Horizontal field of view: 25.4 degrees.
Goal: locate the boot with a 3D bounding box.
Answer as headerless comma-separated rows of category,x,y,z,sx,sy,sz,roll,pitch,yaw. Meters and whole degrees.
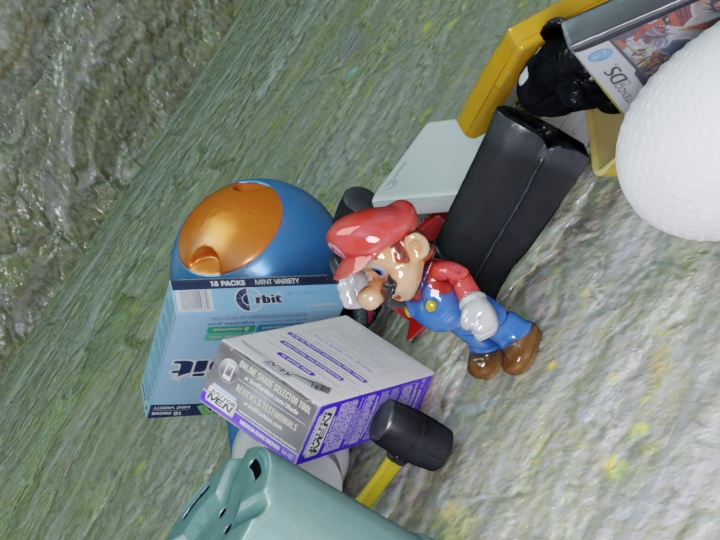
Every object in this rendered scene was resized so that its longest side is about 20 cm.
boot,0.086,-0.055,1.398,0.201,0.164,0.066,-58,29,30

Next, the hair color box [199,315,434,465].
hair color box,-0.034,0.100,1.380,0.200,0.109,0.065,-6,-57,-59

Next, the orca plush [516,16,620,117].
orca plush,0.198,-0.150,1.310,0.199,0.105,0.071,3,49,39

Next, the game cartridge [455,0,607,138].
game cartridge,0.186,-0.204,1.471,0.176,0.033,0.200,-29,-9,-17

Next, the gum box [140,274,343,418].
gum box,-0.124,0.079,1.618,0.200,0.169,0.045,115,147,-52

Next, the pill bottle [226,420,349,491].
pill bottle,-0.070,0.162,1.518,0.112,0.112,0.200,-49,17,10

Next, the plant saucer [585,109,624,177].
plant saucer,0.282,-0.178,1.384,0.200,0.048,0.200,-43,20,26

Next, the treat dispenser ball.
treat dispenser ball,-0.112,-0.001,1.785,0.201,0.200,0.201,-45,19,21

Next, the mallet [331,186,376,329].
mallet,0.000,0.000,1.543,0.201,0.041,0.066,-97,19,-49

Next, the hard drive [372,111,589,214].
hard drive,0.120,-0.106,1.543,0.199,0.027,0.132,-3,39,41

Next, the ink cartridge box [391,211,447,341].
ink cartridge box,0.067,-0.034,1.615,0.116,0.067,0.201,-43,21,28

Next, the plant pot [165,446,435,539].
plant pot,-0.037,0.241,1.158,0.200,0.196,0.201,-45,19,20

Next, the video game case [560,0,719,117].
video game case,0.264,-0.175,1.155,0.199,0.181,0.026,-21,68,19

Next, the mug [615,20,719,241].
mug,0.283,-0.106,1.131,0.199,0.148,0.175,-31,-1,-31

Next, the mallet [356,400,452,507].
mallet,-0.007,0.195,1.352,0.200,0.066,0.041,-49,20,14

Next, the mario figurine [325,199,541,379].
mario figurine,0.048,0.030,1.328,0.123,0.200,0.106,-42,20,29

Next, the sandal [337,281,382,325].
sandal,0.002,0.014,1.659,0.075,0.045,0.201,66,-148,-66
